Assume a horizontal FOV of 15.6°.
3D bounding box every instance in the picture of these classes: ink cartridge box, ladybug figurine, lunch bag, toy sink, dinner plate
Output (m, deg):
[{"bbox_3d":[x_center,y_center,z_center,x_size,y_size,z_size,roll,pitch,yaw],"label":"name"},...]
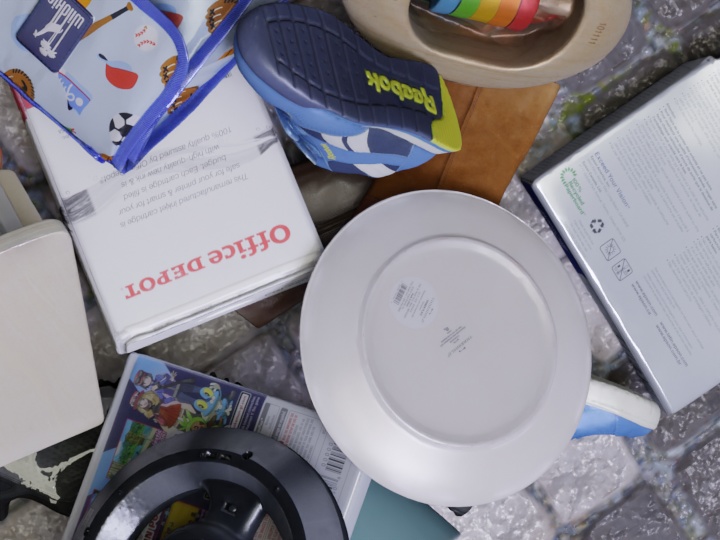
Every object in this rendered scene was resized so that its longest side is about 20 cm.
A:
[{"bbox_3d":[0.241,-0.036,1.801,0.200,0.041,0.200,-33,105,-5],"label":"ink cartridge box"},{"bbox_3d":[0.074,-0.185,1.651,0.199,0.072,0.136,14,126,-23],"label":"ladybug figurine"},{"bbox_3d":[-0.140,-0.181,1.581,0.170,0.124,0.200,41,83,6],"label":"lunch bag"},{"bbox_3d":[-0.248,0.023,1.621,0.130,0.112,0.200,-23,144,-15],"label":"toy sink"},{"bbox_3d":[0.058,0.046,1.633,0.200,0.024,0.201,5,75,-21],"label":"dinner plate"},{"bbox_3d":[-0.124,-0.064,1.669,0.145,0.085,0.201,-22,84,-7],"label":"ink cartridge box"}]

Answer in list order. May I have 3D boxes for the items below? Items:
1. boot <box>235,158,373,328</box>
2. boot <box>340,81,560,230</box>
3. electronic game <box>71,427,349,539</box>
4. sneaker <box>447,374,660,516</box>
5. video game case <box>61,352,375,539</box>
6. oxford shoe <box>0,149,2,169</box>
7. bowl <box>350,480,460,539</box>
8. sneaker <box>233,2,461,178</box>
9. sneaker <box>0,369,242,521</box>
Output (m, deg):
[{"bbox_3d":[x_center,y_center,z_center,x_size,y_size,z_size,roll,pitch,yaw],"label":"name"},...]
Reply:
[{"bbox_3d":[0.000,0.000,1.744,0.200,0.064,0.187,-28,92,-9],"label":"boot"},{"bbox_3d":[0.085,-0.030,1.708,0.188,0.068,0.201,21,78,1],"label":"boot"},{"bbox_3d":[-0.097,0.193,1.600,0.200,0.200,0.042,-50,148,1],"label":"electronic game"},{"bbox_3d":[0.097,0.114,1.778,0.199,0.077,0.112,13,92,-10],"label":"sneaker"},{"bbox_3d":[-0.098,0.170,1.643,0.182,0.023,0.201,17,82,23],"label":"video game case"},{"bbox_3d":[-0.309,-0.020,1.670,0.200,0.073,0.071,-40,103,-3],"label":"oxford shoe"},{"bbox_3d":[-0.044,0.183,1.719,0.200,0.201,0.105,-31,86,-5],"label":"bowl"},{"bbox_3d":[-0.020,-0.101,1.599,0.200,0.082,0.074,24,51,-50],"label":"sneaker"},{"bbox_3d":[-0.169,0.120,1.733,0.199,0.066,0.091,-9,105,-6],"label":"sneaker"}]
